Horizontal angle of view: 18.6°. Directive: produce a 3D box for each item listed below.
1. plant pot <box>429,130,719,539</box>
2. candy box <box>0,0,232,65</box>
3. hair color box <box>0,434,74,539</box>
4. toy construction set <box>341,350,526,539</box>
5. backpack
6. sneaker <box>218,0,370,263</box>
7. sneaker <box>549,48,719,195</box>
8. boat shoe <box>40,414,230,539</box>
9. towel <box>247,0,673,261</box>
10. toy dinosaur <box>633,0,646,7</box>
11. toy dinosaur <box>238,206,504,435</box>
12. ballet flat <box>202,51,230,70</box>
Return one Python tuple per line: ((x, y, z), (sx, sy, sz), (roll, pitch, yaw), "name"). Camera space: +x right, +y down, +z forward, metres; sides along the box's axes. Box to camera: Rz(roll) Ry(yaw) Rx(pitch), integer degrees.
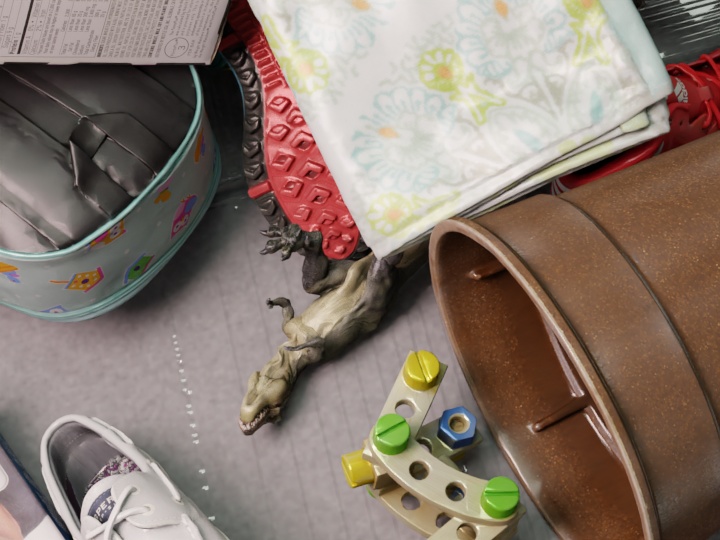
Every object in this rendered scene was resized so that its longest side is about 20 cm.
((0.167, 0.023, 1.060), (0.198, 0.200, 0.200), (-27, 61, -13), "plant pot")
((-0.180, -0.165, 1.113), (0.200, 0.061, 0.136), (-2, 41, -29), "candy box")
((-0.190, 0.162, 1.117), (0.100, 0.061, 0.200), (-36, 63, -8), "hair color box")
((0.000, 0.145, 1.072), (0.200, 0.092, 0.131), (-41, 74, -7), "toy construction set")
((-0.176, -0.065, 1.177), (0.200, 0.153, 0.176), (28, 63, 25), "backpack")
((-0.025, -0.102, 1.204), (0.079, 0.096, 0.200), (-17, 92, 19), "sneaker")
((0.186, -0.085, 1.139), (0.200, 0.116, 0.078), (-38, 72, -6), "sneaker")
((-0.107, 0.126, 1.065), (0.072, 0.069, 0.200), (-42, 31, 3), "boat shoe")
((0.041, -0.126, 1.075), (0.171, 0.048, 0.200), (-26, 90, 10), "towel")
((0.131, -0.193, 1.154), (0.200, 0.102, 0.077), (23, 61, -12), "toy dinosaur")
((0.000, 0.000, 1.153), (0.200, 0.088, 0.047), (-37, 45, -10), "toy dinosaur")
((-0.133, -0.179, 1.288), (0.200, 0.067, 0.067), (29, 50, 19), "ballet flat")
